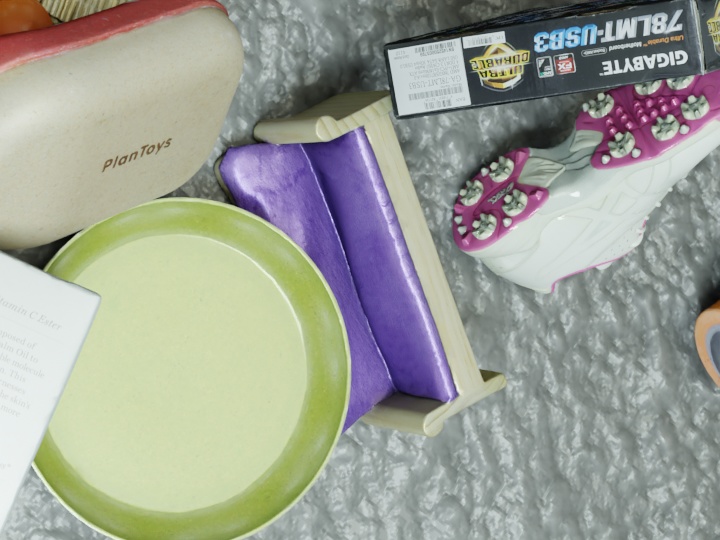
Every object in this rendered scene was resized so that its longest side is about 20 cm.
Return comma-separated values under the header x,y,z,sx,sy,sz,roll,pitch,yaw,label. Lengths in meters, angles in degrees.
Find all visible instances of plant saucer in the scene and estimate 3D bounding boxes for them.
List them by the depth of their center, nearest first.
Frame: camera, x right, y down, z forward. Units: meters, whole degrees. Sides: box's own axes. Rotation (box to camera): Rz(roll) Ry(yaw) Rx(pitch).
x,y,z,sx,sy,sz,roll,pitch,yaw,label
-0.104,0.059,1.313,0.199,0.031,0.201,0,90,-18,plant saucer

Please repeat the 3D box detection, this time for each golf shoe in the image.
x,y,z,sx,sy,sz,roll,pitch,yaw,label
0.155,-0.054,1.403,0.092,0.199,0.076,43,30,-36,golf shoe

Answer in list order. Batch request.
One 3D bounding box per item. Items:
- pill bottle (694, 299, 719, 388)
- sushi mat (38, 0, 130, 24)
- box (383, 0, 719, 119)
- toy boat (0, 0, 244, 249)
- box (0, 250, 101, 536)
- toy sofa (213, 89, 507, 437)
x,y,z,sx,sy,sz,roll,pitch,yaw,label
0.315,0.014,1.514,0.199,0.106,0.107,-28,105,-25,pill bottle
-0.126,-0.226,1.314,0.095,0.012,0.201,23,81,-28,sushi mat
0.146,-0.133,1.325,0.200,0.198,0.050,-21,105,-56,box
-0.168,-0.102,1.243,0.131,0.131,0.200,43,42,21,toy boat
-0.248,0.074,1.194,0.152,0.106,0.201,26,80,-15,box
0.000,0.000,1.354,0.097,0.083,0.201,-26,104,-26,toy sofa
